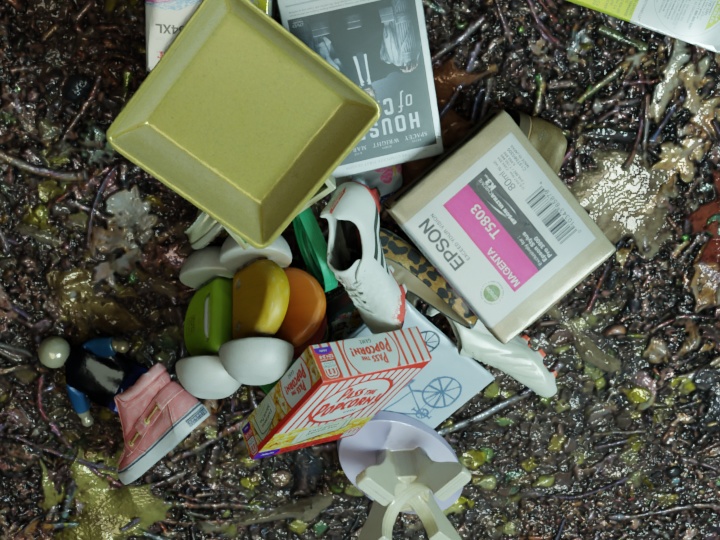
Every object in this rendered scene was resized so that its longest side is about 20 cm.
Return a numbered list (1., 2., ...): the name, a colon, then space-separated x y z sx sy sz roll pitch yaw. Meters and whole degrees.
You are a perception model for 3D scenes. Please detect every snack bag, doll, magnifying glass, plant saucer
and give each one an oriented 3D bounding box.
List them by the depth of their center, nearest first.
1. plant saucer: -0.114 -0.151 1.047 0.199 0.049 0.200 35 112 -20
2. magnifying glass: -0.066 -0.069 1.188 0.022 0.080 0.201 -24 112 -13
3. doll: -0.311 0.143 1.334 0.199 0.049 0.137 30 113 -14
4. snack bag: 0.039 0.138 1.345 0.188 0.021 0.200 -41 119 16

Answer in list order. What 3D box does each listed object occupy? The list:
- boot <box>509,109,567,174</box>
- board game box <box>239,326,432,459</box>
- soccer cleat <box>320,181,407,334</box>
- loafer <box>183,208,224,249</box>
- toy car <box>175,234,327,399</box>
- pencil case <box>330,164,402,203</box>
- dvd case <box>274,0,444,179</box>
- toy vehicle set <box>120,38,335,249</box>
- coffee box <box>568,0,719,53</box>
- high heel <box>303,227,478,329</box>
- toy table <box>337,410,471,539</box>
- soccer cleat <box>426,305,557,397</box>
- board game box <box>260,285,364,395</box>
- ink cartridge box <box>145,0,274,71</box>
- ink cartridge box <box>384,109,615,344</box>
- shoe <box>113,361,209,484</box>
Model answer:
1. boot: 0.181 -0.081 1.244 0.075 0.074 0.201 12 111 -18
2. board game box: -0.032 0.141 1.219 0.151 0.047 0.200 -8 152 -35
3. soccer cleat: 0.000 0.000 1.171 0.068 0.085 0.201 6 123 30
4. loafer: -0.148 -0.117 1.214 0.068 0.076 0.201 33 97 -6
5. toy car: -0.120 0.055 1.237 0.149 0.177 0.199 14 155 -39
6. pencil case: -0.015 -0.173 1.183 0.090 0.083 0.202 -24 115 -23
7. dvd case: 0.002 -0.203 1.117 0.149 0.025 0.202 -13 113 -5
8. toy vehicle set: -0.133 -0.129 1.102 0.124 0.027 0.200 -33 115 15
9. coffee box: 0.282 -0.355 1.050 0.196 0.200 0.201 16 112 -9
10. high heel: 0.039 0.021 1.243 0.198 0.144 0.071 -17 158 1
11. toy table: 0.060 0.276 1.353 0.199 0.117 0.184 28 113 -22
12. soccer cleat: 0.162 0.092 1.315 0.078 0.069 0.200 -44 102 -4
13. board game box: -0.044 0.094 1.336 0.199 0.024 0.105 -32 114 11
14. ink cartridge box: -0.151 -0.289 1.105 0.127 0.125 0.202 3 114 -3
15. ink cartridge box: 0.151 -0.048 1.165 0.165 0.075 0.200 -41 98 2
16. shoe: -0.261 0.184 1.293 0.091 0.071 0.200 50 134 1
